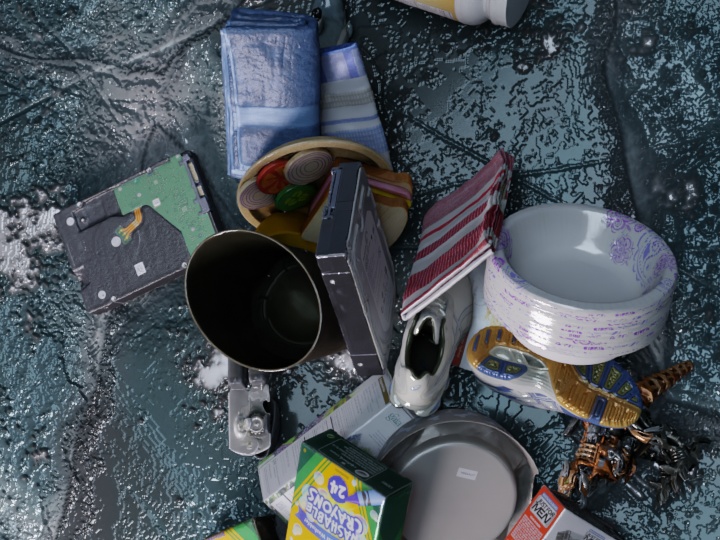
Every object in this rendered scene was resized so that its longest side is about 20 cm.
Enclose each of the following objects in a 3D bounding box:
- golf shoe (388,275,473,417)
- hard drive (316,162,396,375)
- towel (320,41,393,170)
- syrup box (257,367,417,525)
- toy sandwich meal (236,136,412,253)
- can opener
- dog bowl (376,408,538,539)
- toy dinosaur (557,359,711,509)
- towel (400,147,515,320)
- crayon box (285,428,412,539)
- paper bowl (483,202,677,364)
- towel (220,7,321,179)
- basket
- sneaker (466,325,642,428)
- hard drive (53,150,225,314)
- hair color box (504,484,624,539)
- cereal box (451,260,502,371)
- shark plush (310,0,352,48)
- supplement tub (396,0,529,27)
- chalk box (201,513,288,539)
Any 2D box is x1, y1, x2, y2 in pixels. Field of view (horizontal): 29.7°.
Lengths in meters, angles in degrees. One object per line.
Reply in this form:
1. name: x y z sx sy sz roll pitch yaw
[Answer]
1. golf shoe: 0.085 0.057 1.499 0.078 0.097 0.201 11 63 4
2. hard drive: 0.000 0.000 1.490 0.038 0.201 0.140 -4 46 14
3. towel: -0.047 -0.165 1.594 0.146 0.024 0.201 -7 123 14
4. syrup box: -0.017 0.211 1.572 0.200 0.082 0.079 -39 115 9
5. toy sandwich meal: -0.043 -0.074 1.566 0.204 0.205 0.071 -18 55 13
6. can opener: -0.130 0.128 1.644 0.053 0.067 0.201 -7 70 15
7. dog bowl: 0.102 0.245 1.519 0.198 0.059 0.202 -2 111 -4
8. toy dinosaur: 0.302 0.181 1.485 0.135 0.102 0.200 38 96 14
9. towel: 0.105 -0.043 1.503 0.023 0.200 0.144 40 123 -15
10. crayon box: -0.019 0.294 1.495 0.125 0.051 0.201 28 121 34
11. paper bowl: 0.229 0.022 1.447 0.199 0.201 0.105 18 127 16
12. towel: -0.100 -0.194 1.540 0.111 0.049 0.201 3 122 4
13. basket: -0.081 0.038 1.549 0.180 0.200 0.136 37 99 20
14. sneaker: 0.213 0.121 1.489 0.199 0.088 0.076 23 70 16
15. hard drive: -0.273 -0.047 1.699 0.199 0.038 0.141 -25 79 13
16. hair color box: 0.194 0.351 1.498 0.111 0.064 0.201 33 96 -24
17. cereal box: 0.195 0.063 1.558 0.199 0.040 0.145 17 90 16
18. shark plush: -0.038 -0.290 1.629 0.090 0.083 0.201 22 92 16
19. supplement tub: 0.100 -0.368 1.566 0.199 0.144 0.145 21 91 16
20. chalk box: -0.123 0.398 1.577 0.123 0.125 0.201 -23 79 13
